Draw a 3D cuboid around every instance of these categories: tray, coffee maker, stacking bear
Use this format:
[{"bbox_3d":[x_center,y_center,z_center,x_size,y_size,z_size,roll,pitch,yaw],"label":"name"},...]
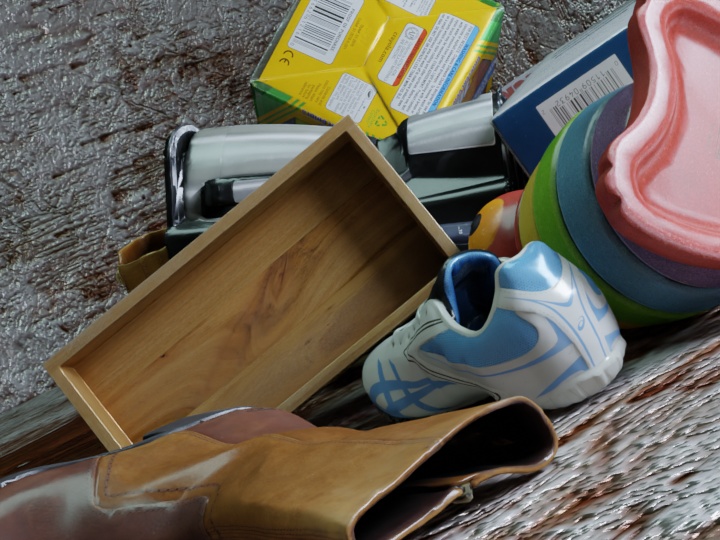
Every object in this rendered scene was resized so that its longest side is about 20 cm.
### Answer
[{"bbox_3d":[-0.052,0.024,0.769,0.200,0.099,0.037,-39,-6,-1],"label":"tray"},{"bbox_3d":[0.000,0.000,0.871,0.199,0.193,0.135,-4,22,8],"label":"coffee maker"},{"bbox_3d":[0.117,-0.023,0.694,0.200,0.113,0.122,-40,31,60],"label":"stacking bear"}]

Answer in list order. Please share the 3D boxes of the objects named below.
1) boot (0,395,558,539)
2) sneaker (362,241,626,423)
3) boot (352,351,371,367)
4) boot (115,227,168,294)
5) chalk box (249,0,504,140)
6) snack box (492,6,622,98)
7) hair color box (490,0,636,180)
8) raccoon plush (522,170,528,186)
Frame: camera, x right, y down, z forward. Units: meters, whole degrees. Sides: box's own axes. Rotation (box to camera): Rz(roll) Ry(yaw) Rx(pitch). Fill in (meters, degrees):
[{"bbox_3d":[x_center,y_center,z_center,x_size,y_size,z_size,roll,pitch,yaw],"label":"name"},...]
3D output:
[{"bbox_3d":[-0.054,0.100,0.541,0.188,0.069,0.200,-17,5,-37],"label":"boot"},{"bbox_3d":[0.050,0.027,0.678,0.072,0.073,0.200,-27,3,-23],"label":"sneaker"},{"bbox_3d":[0.028,0.015,1.074,0.200,0.072,0.155,-26,5,-18],"label":"boot"},{"bbox_3d":[-0.118,0.042,1.032,0.071,0.144,0.201,-24,3,-9],"label":"boot"},{"bbox_3d":[0.012,-0.110,1.027,0.125,0.123,0.200,-62,-10,-15],"label":"chalk box"},{"bbox_3d":[0.166,-0.148,0.998,0.200,0.024,0.072,-33,-11,11],"label":"snack box"},{"bbox_3d":[0.144,-0.107,0.846,0.100,0.061,0.200,-33,6,22],"label":"hair color box"},{"bbox_3d":[0.163,-0.056,1.041,0.134,0.097,0.200,-18,5,27],"label":"raccoon plush"}]
